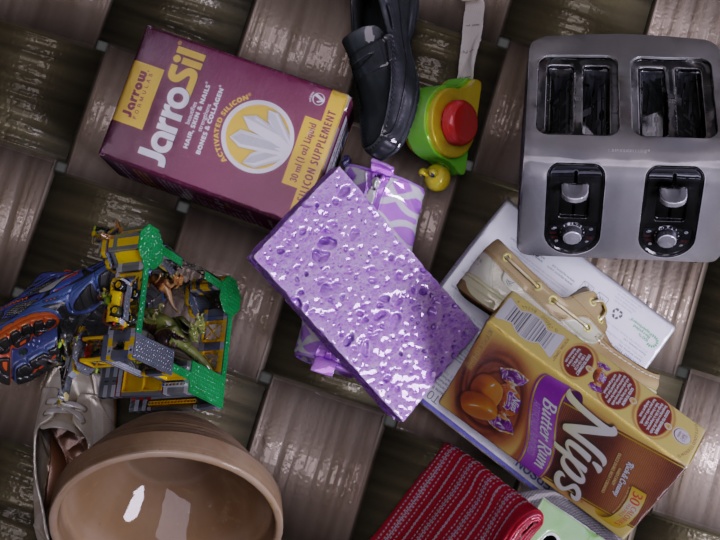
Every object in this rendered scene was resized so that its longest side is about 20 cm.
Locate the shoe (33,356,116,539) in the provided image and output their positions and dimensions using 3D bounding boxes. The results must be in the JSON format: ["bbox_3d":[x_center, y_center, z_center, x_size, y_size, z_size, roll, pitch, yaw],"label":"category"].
[{"bbox_3d":[-0.261,0.166,1.185,0.069,0.053,0.202,2,83,1],"label":"shoe"}]

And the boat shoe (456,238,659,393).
[{"bbox_3d":[0.183,0.043,1.145,0.199,0.074,0.067,32,90,4],"label":"boat shoe"}]

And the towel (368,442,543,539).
[{"bbox_3d":[0.069,0.229,1.106,0.022,0.200,0.145,41,85,-20],"label":"towel"}]

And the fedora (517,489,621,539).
[{"bbox_3d":[0.139,0.295,1.145,0.176,0.090,0.200,39,78,4],"label":"fedora"}]

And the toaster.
[{"bbox_3d":[0.232,-0.112,1.153,0.179,0.119,0.201,3,49,7],"label":"toaster"}]

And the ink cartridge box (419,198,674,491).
[{"bbox_3d":[0.152,0.073,1.199,0.199,0.041,0.201,38,85,5],"label":"ink cartridge box"}]

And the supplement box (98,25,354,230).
[{"bbox_3d":[-0.118,-0.123,1.196,0.198,0.103,0.132,19,84,3],"label":"supplement box"}]

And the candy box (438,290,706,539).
[{"bbox_3d":[0.176,0.123,1.104,0.199,0.117,0.056,35,45,10],"label":"candy box"}]

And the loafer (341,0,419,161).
[{"bbox_3d":[0.013,-0.196,1.199,0.070,0.068,0.202,18,61,-31],"label":"loafer"}]

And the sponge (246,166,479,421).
[{"bbox_3d":[0.005,0.022,1.131,0.112,0.030,0.200,-46,105,-16],"label":"sponge"}]

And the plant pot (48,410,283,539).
[{"bbox_3d":[-0.167,0.191,1.142,0.199,0.202,0.093,-5,41,0],"label":"plant pot"}]

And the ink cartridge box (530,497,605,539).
[{"bbox_3d":[0.199,0.286,1.074,0.199,0.059,0.104,35,78,-1],"label":"ink cartridge box"}]

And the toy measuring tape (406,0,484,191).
[{"bbox_3d":[0.078,-0.175,1.214,0.073,0.074,0.202,8,85,2],"label":"toy measuring tape"}]

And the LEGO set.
[{"bbox_3d":[-0.199,0.048,1.140,0.115,0.200,0.155,-5,76,24],"label":"LEGO set"}]

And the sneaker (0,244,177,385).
[{"bbox_3d":[-0.261,0.023,1.194,0.199,0.076,0.078,-26,42,-17],"label":"sneaker"}]

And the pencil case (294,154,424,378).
[{"bbox_3d":[0.000,0.000,1.189,0.083,0.086,0.202,14,84,1],"label":"pencil case"}]
